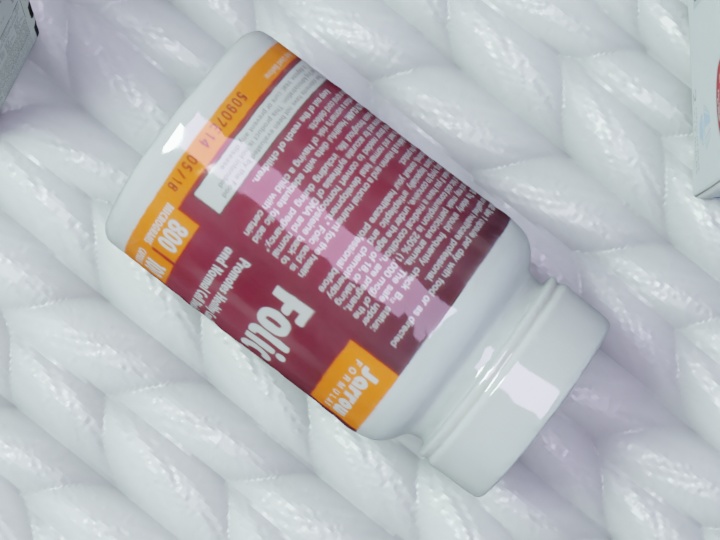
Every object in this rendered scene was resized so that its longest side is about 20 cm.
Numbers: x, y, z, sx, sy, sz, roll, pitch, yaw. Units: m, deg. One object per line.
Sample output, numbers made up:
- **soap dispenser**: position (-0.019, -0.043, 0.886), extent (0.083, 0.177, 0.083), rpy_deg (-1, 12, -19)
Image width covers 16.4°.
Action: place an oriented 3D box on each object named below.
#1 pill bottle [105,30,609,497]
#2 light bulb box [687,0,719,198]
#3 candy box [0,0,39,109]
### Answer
- **pill bottle**: position (0.000, 0.000, 1.075), extent (0.200, 0.114, 0.114), rpy_deg (37, 83, 1)
- **light bulb box**: position (0.249, -0.135, 1.101), extent (0.199, 0.125, 0.199), rpy_deg (-1, 85, -3)
- **candy box**: position (-0.209, -0.120, 1.029), extent (0.136, 0.200, 0.061), rpy_deg (25, 83, -1)
